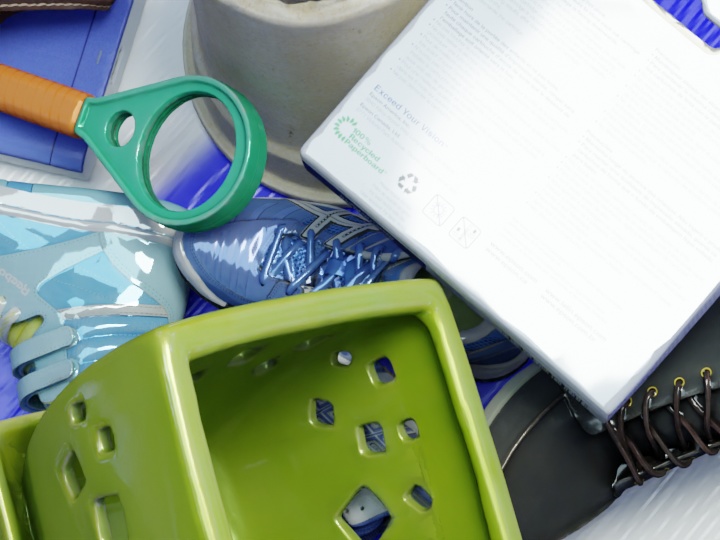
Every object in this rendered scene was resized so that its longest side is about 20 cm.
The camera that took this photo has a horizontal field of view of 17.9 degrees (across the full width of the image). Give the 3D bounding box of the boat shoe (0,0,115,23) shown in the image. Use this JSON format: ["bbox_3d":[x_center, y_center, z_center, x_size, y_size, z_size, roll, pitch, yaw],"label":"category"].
[{"bbox_3d":[-0.231,-0.149,1.262,0.199,0.072,0.072,3,104,-3],"label":"boat shoe"}]

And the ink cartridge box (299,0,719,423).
[{"bbox_3d":[0.107,-0.065,1.097,0.199,0.041,0.200,41,86,8],"label":"ink cartridge box"}]

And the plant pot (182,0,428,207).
[{"bbox_3d":[-0.013,-0.156,1.193,0.199,0.184,0.202,-2,74,7],"label":"plant pot"}]

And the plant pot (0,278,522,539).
[{"bbox_3d":[-0.057,0.128,1.063,0.181,0.198,0.201,-20,83,41],"label":"plant pot"}]

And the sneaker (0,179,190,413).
[{"bbox_3d":[-0.187,0.022,1.219,0.199,0.080,0.131,4,73,10],"label":"sneaker"}]

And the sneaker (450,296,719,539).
[{"bbox_3d":[0.138,0.074,1.116,0.200,0.106,0.075,-40,116,-23],"label":"sneaker"}]

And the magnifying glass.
[{"bbox_3d":[-0.130,-0.076,1.205,0.199,0.022,0.080,20,90,37],"label":"magnifying glass"}]

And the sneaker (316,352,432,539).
[{"bbox_3d":[-0.005,0.092,1.176,0.199,0.075,0.088,24,79,14],"label":"sneaker"}]

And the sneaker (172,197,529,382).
[{"bbox_3d":[0.000,0.000,1.186,0.199,0.077,0.076,13,77,0],"label":"sneaker"}]

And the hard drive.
[{"bbox_3d":[-0.231,-0.136,1.299,0.199,0.025,0.133,13,76,11],"label":"hard drive"}]
